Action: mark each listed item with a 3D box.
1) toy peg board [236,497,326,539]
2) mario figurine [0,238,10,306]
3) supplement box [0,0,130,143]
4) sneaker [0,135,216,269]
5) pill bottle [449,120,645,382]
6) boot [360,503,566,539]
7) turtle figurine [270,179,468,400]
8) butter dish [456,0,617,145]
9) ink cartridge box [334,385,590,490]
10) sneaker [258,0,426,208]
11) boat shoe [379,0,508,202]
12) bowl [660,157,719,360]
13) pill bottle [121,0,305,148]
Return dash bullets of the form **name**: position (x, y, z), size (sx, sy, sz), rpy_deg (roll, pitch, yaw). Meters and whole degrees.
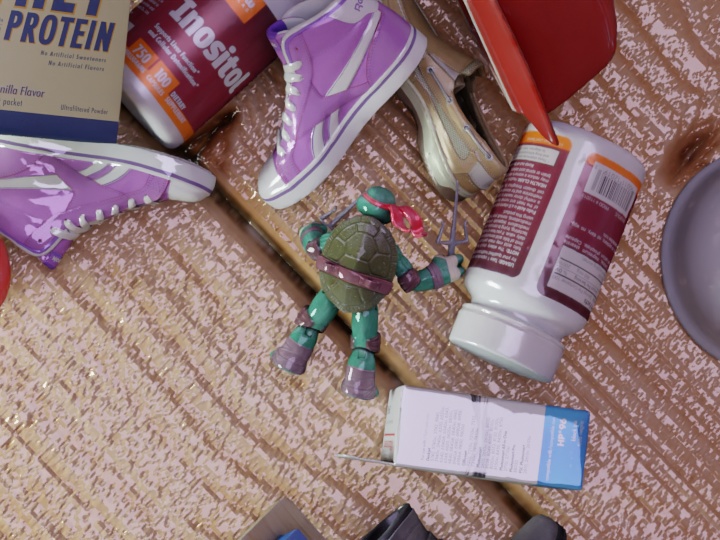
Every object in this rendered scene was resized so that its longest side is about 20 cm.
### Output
- **toy peg board**: position (-0.054, 0.319, 1.408), size (0.199, 0.098, 0.200), rpy_deg (-42, 92, -24)
- **mario figurine**: position (-0.382, -0.026, 1.442), size (0.199, 0.124, 0.106), rpy_deg (33, 71, 4)
- **supplement box**: position (-0.267, -0.211, 1.377), size (0.133, 0.200, 0.203), rpy_deg (4, 96, -21)
- **sneaker**: position (-0.225, -0.053, 1.482), size (0.198, 0.073, 0.116), rpy_deg (8, 87, 8)
- **pill bottle**: position (0.156, -0.015, 1.478), size (0.113, 0.114, 0.202), rpy_deg (24, 83, -1)
- **boot**: position (0.077, 0.239, 1.439), size (0.132, 0.070, 0.200), rpy_deg (47, 55, -2)
- **turtle figurine**: position (0.000, 0.000, 1.468), size (0.149, 0.100, 0.202), rpy_deg (24, 99, 22)
- **butter dish**: position (0.151, -0.241, 1.418), size (0.147, 0.201, 0.200), rpy_deg (-26, 42, 5)
- **ink cartridge box**: position (0.082, 0.138, 1.457), size (0.197, 0.116, 0.069), rpy_deg (8, 83, -4)
- **sneaker**: position (-0.049, -0.152, 1.454), size (0.114, 0.073, 0.201), rpy_deg (30, 112, -24)
- **boat shoe**: position (0.074, -0.165, 1.496), size (0.076, 0.071, 0.202), rpy_deg (-26, 87, 32)
- **bowl**: position (0.366, -0.013, 1.505), size (0.198, 0.090, 0.204), rpy_deg (0, 85, -3)
- **pill bottle**: position (-0.124, -0.209, 1.478), size (0.200, 0.113, 0.113), rpy_deg (-43, 89, -7)
